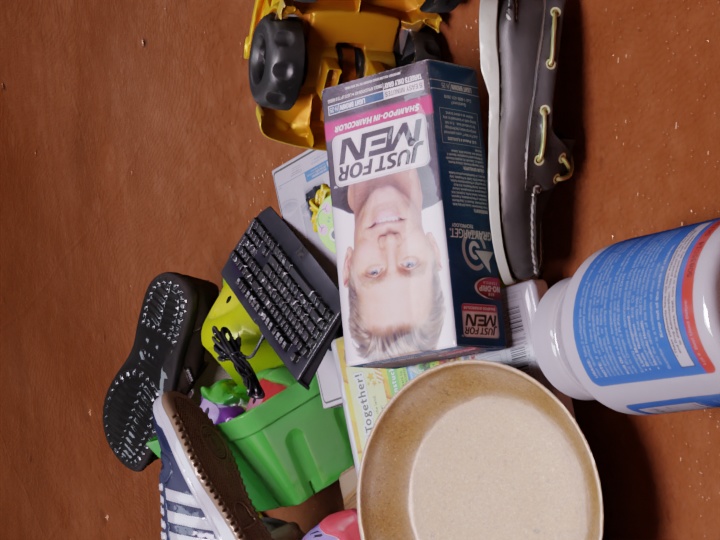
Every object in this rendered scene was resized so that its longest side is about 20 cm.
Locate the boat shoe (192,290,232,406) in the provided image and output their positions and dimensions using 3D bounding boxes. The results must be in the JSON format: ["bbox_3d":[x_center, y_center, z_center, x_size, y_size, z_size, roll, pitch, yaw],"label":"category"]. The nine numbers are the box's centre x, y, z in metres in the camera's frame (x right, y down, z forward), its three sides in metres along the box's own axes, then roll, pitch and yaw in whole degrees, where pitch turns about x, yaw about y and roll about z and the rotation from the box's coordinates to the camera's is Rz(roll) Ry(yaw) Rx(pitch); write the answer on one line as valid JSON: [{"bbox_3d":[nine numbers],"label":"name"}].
[{"bbox_3d":[-0.146,0.112,1.942,0.068,0.072,0.201,-100,16,-76],"label":"boat shoe"}]

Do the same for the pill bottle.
[{"bbox_3d":[0.192,0.030,1.296,0.200,0.112,0.113,-14,86,59],"label":"pill bottle"}]

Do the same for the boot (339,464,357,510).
[{"bbox_3d":[0.051,0.212,1.627,0.167,0.072,0.200,66,159,9],"label":"boot"}]

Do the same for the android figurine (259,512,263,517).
[{"bbox_3d":[-0.102,0.310,1.944,0.200,0.041,0.182,42,132,48],"label":"android figurine"}]

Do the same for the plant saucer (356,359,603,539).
[{"bbox_3d":[0.087,0.160,1.450,0.200,0.035,0.201,-1,89,37],"label":"plant saucer"}]

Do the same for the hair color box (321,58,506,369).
[{"bbox_3d":[0.036,-0.037,1.477,0.100,0.060,0.201,-13,79,38],"label":"hair color box"}]

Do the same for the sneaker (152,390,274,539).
[{"bbox_3d":[-0.138,0.202,1.665,0.108,0.070,0.200,-33,79,22],"label":"sneaker"}]

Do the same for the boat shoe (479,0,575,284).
[{"bbox_3d":[0.116,-0.090,1.438,0.072,0.060,0.202,-56,-37,-78],"label":"boat shoe"}]

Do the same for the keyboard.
[{"bbox_3d":[-0.073,0.037,1.660,0.127,0.021,0.200,-63,28,13],"label":"keyboard"}]

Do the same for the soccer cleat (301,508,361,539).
[{"bbox_3d":[-0.026,0.234,1.629,0.200,0.076,0.067,107,140,-66],"label":"soccer cleat"}]

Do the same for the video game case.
[{"bbox_3d":[0.073,0.125,1.497,0.182,0.023,0.201,-18,79,34],"label":"video game case"}]

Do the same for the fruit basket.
[{"bbox_3d":[-0.090,0.091,1.780,0.215,0.155,0.216,36,142,35],"label":"fruit basket"}]

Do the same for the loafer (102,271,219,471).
[{"bbox_3d":[-0.166,0.091,1.869,0.073,0.071,0.200,41,122,31],"label":"loafer"}]

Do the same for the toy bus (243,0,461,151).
[{"bbox_3d":[-0.016,-0.217,1.590,0.192,0.135,0.200,-112,31,-51],"label":"toy bus"}]

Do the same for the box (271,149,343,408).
[{"bbox_3d":[0.000,0.000,1.667,0.117,0.060,0.201,-22,79,59],"label":"box"}]

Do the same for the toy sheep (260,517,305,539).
[{"bbox_3d":[-0.080,0.270,1.783,0.138,0.200,0.138,-10,66,24],"label":"toy sheep"}]

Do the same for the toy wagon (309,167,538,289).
[{"bbox_3d":[0.038,-0.014,1.551,0.200,0.040,0.156,21,109,29],"label":"toy wagon"}]
